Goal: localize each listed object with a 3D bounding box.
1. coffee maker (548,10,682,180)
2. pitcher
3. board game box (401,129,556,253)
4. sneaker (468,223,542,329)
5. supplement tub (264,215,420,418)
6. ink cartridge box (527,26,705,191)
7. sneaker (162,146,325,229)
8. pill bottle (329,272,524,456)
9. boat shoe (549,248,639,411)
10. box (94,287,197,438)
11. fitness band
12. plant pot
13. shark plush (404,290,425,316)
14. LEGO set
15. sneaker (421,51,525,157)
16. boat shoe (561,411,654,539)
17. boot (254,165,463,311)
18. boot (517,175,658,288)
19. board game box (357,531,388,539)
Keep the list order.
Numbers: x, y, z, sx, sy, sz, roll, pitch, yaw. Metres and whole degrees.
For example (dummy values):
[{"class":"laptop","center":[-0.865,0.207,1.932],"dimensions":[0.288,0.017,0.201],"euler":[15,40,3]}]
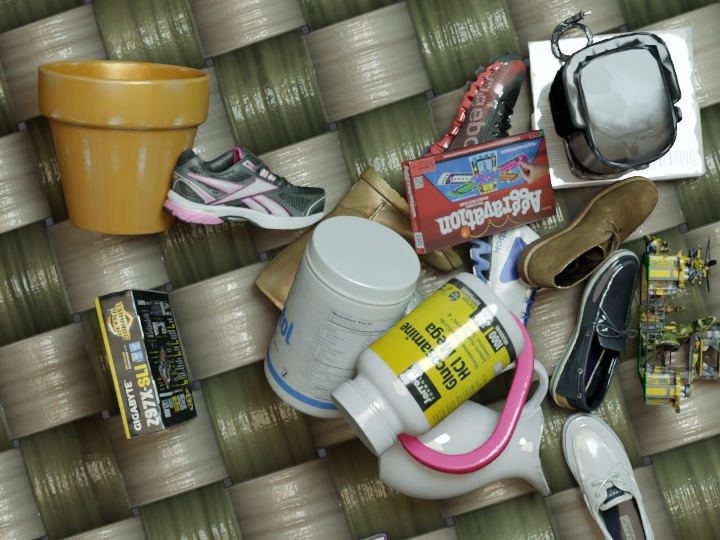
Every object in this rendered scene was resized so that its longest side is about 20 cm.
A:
[{"class":"coffee maker","center":[0.265,-0.197,1.379],"dimensions":[0.134,0.200,0.193],"euler":[-38,87,2]},{"class":"pitcher","center":[0.120,0.181,1.459],"dimensions":[0.198,0.121,0.173],"euler":[0,104,-1]},{"class":"board game box","center":[0.138,-0.091,1.421],"dimensions":[0.199,0.019,0.104],"euler":[-17,102,-32]},{"class":"sneaker","center":[0.191,0.015,1.483],"dimensions":[0.114,0.081,0.202],"euler":[-8,86,6]},{"class":"supplement tub","center":[-0.023,0.055,1.412],"dimensions":[0.131,0.132,0.201],"euler":[25,124,5]},{"class":"ink cartridge box","center":[0.302,-0.191,1.498],"dimensions":[0.198,0.045,0.178],"euler":[-4,89,4]},{"class":"sneaker","center":[-0.127,-0.099,1.463],"dimensions":[0.198,0.080,0.087],"euler":[0,109,-30]},{"class":"pill bottle","center":[0.069,0.103,1.341],"dimensions":[0.200,0.112,0.113],"euler":[-39,86,-10]},{"class":"boat shoe","center":[0.287,0.074,1.471],"dimensions":[0.074,0.062,0.202],"euler":[19,95,-38]},{"class":"box","center":[-0.246,0.105,1.456],"dimensions":[0.049,0.200,0.161],"euler":[-13,88,2]},{"class":"fitness band","center":[0.116,0.128,1.406],"dimensions":[0.142,0.037,0.201],"euler":[18,72,13]},{"class":"plant pot","center":[-0.280,-0.145,1.483],"dimensions":[0.198,0.200,0.185],"euler":[5,105,5]},{"class":"shark plush","center":[0.031,0.060,1.469],"dimensions":[0.083,0.091,0.201],"euler":[7,128,27]},{"class":"LEGO set","center":[0.381,0.060,1.433],"dimensions":[0.115,0.154,0.202],"euler":[1,90,8]},{"class":"sneaker","center":[0.148,-0.161,1.486],"dimensions":[0.098,0.071,0.201],"euler":[35,93,31]},{"class":"boat shoe","center":[0.299,0.261,1.474],"dimensions":[0.073,0.065,0.201],"euler":[-28,86,3]},{"class":"boot","center":[0.000,0.000,1.512],"dimensions":[0.175,0.066,0.200],"euler":[44,93,12]},{"class":"boot","center":[0.278,-0.038,1.434],"dimensions":[0.199,0.075,0.074],"euler":[-35,115,-17]},{"class":"board game box","center":[0.004,0.430,1.512],"dimensions":[0.119,0.032,0.202],"euler":[-16,86,0]}]
